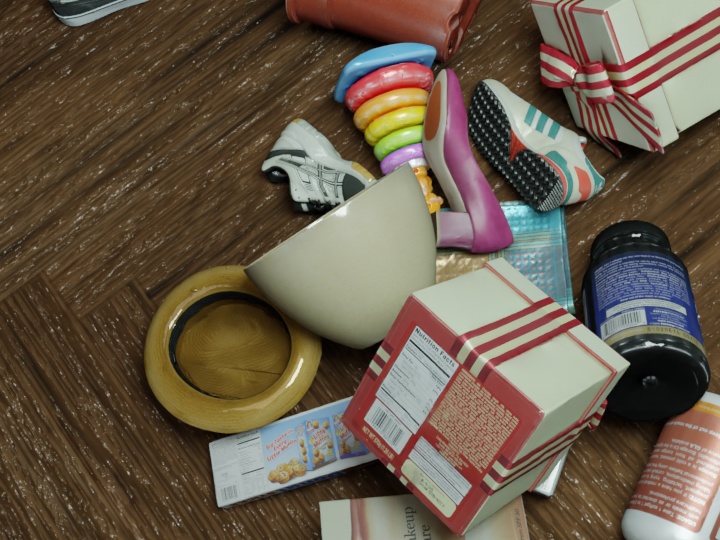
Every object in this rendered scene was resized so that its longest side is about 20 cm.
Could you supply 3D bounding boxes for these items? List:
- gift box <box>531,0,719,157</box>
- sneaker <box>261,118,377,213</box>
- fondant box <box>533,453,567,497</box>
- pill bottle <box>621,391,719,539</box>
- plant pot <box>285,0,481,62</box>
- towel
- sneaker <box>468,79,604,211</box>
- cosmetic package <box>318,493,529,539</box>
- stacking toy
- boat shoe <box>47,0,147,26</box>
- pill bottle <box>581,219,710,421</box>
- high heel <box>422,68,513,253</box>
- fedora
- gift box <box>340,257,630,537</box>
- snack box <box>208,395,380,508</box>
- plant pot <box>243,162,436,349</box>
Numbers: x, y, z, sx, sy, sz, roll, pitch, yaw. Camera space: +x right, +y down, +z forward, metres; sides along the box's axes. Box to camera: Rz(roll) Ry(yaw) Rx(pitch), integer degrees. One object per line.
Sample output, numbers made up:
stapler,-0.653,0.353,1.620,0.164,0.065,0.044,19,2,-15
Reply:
gift box,0.309,-0.229,1.146,0.186,0.185,0.200,-29,109,-8
sneaker,-0.032,-0.089,1.230,0.200,0.076,0.088,40,87,31
fondant box,0.129,0.134,1.118,0.200,0.058,0.145,20,81,14
pill bottle,0.322,0.227,1.033,0.112,0.112,0.200,25,75,16
plant pot,0.043,-0.350,1.257,0.195,0.201,0.201,25,75,8
towel,0.135,-0.008,1.197,0.199,0.022,0.147,-5,69,7
sneaker,0.202,-0.146,1.224,0.093,0.070,0.200,-8,48,-30
cosmetic package,0.061,0.277,1.042,0.199,0.087,0.104,-6,57,-3
stacking toy,0.052,-0.148,1.227,0.116,0.110,0.200,-15,78,-13
boat shoe,-0.313,-0.388,1.381,0.199,0.068,0.074,-21,68,0
pill bottle,0.282,0.043,1.077,0.112,0.112,0.200,-1,42,8
high heel,0.122,-0.120,1.176,0.096,0.067,0.201,0,94,-18
fedora,-0.134,0.092,1.168,0.200,0.082,0.201,-4,68,10
gift box,0.108,0.114,0.992,0.185,0.187,0.200,46,125,21
snack box,-0.067,0.190,1.121,0.200,0.024,0.072,-20,66,20
plant pot,0.000,0.000,1.086,0.200,0.200,0.135,-33,94,-4
